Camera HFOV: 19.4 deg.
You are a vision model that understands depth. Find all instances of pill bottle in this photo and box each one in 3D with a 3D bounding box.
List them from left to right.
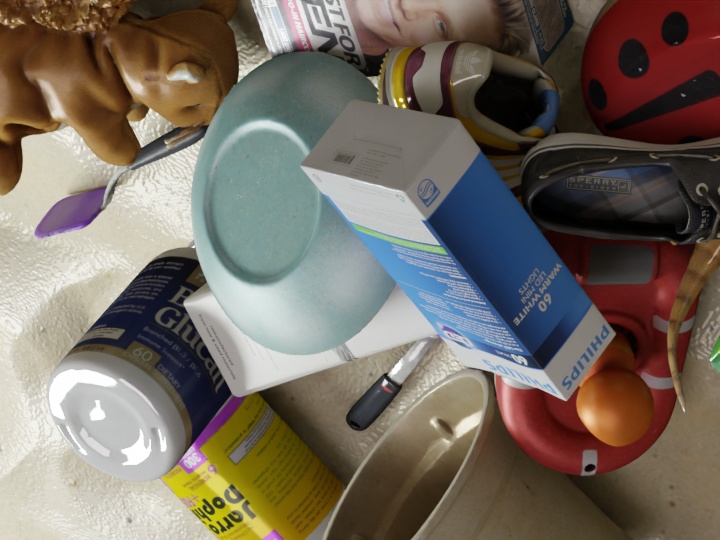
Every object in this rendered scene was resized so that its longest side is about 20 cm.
[{"bbox_3d":[-0.135,0.053,1.556,0.111,0.200,0.111,17,132,19],"label":"pill bottle"},{"bbox_3d":[-0.076,0.180,1.690,0.200,0.104,0.104,47,135,-9],"label":"pill bottle"}]

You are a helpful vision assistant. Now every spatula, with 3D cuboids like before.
[{"bbox_3d":[-0.177,-0.071,1.591,0.021,0.057,0.200,47,132,-15],"label":"spatula"},{"bbox_3d":[0.034,0.071,1.593,0.056,0.021,0.200,37,136,-2],"label":"spatula"}]

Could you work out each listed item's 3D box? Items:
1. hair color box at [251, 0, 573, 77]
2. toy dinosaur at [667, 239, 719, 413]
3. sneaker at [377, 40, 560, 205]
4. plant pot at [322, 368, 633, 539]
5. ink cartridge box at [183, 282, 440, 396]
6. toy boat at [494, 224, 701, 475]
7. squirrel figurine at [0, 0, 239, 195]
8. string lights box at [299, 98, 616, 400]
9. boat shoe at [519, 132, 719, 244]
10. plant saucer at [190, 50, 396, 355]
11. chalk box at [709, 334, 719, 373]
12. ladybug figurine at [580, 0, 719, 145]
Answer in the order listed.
[{"bbox_3d":[0.027,-0.183,1.366,0.199,0.061,0.100,-1,125,31],"label":"hair color box"},{"bbox_3d":[0.223,-0.021,1.322,0.060,0.106,0.200,33,95,-16],"label":"toy dinosaur"},{"bbox_3d":[0.098,-0.084,1.337,0.090,0.075,0.200,-2,161,39],"label":"sneaker"},{"bbox_3d":[0.099,0.206,1.558,0.183,0.201,0.200,37,137,-14],"label":"plant pot"},{"bbox_3d":[0.000,0.000,1.466,0.200,0.147,0.083,-20,104,40],"label":"ink cartridge box"},{"bbox_3d":[0.162,0.065,1.410,0.130,0.131,0.200,-1,131,-6],"label":"toy boat"},{"bbox_3d":[-0.182,-0.164,1.462,0.186,0.142,0.200,0,127,24],"label":"squirrel figurine"},{"bbox_3d":[0.061,-0.011,1.286,0.103,0.059,0.200,17,154,49],"label":"string lights box"},{"bbox_3d":[0.192,-0.045,1.254,0.199,0.066,0.070,7,120,8],"label":"boat shoe"},{"bbox_3d":[-0.053,-0.044,1.380,0.201,0.039,0.202,0,90,42],"label":"plant saucer"},{"bbox_3d":[0.310,0.034,1.317,0.125,0.124,0.200,39,135,0],"label":"chalk box"},{"bbox_3d":[0.211,-0.125,1.289,0.200,0.072,0.136,-28,107,43],"label":"ladybug figurine"}]
